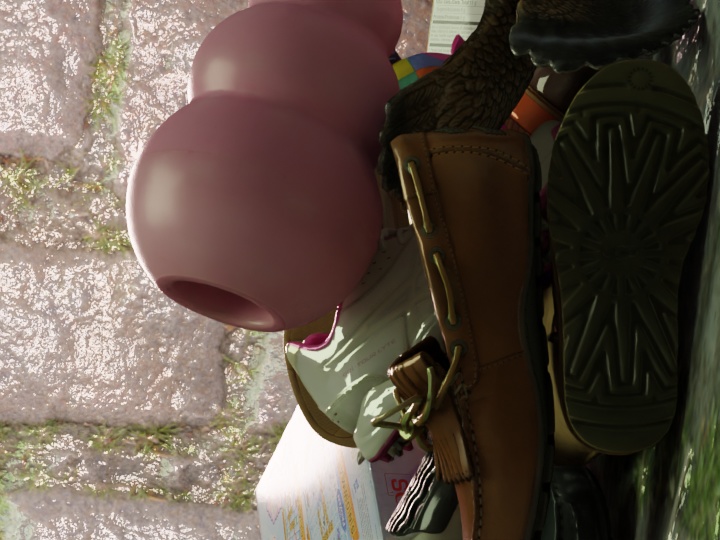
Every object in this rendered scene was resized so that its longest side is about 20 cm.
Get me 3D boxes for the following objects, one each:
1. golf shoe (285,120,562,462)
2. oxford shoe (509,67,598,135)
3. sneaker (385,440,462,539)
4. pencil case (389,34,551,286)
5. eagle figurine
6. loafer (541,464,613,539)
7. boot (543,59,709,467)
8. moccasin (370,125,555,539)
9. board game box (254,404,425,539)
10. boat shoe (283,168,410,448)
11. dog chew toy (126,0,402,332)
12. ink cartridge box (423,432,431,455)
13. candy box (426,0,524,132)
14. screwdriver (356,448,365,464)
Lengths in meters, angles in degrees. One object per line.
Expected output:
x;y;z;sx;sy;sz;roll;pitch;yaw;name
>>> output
0.036;-0.001;0.967;0.200;0.092;0.075;-56;-17;13;golf shoe
0.128;-0.111;1.113;0.073;0.071;0.200;-53;4;12;oxford shoe
0.074;0.117;0.968;0.070;0.093;0.200;-63;-7;1;sneaker
0.065;-0.041;1.077;0.088;0.088;0.200;99;152;-47;pencil case
0.083;-0.132;0.941;0.152;0.151;0.200;80;-172;-59;eagle figurine
0.075;0.187;0.901;0.068;0.070;0.201;-113;30;-76;loafer
0.106;0.005;0.894;0.200;0.066;0.175;91;-173;-85;boot
0.041;0.041;0.817;0.074;0.078;0.201;-101;7;-81;moccasin
-0.009;0.164;1.172;0.200;0.041;0.200;117;151;-47;board game box
0.000;0.000;1.069;0.069;0.074;0.200;-45;-40;-57;boat shoe
-0.037;-0.074;0.950;0.125;0.125;0.200;100;-173;-73;dog chew toy
0.059;0.136;1.179;0.146;0.083;0.200;-147;64;-72;ink cartridge box
0.097;-0.137;1.323;0.115;0.055;0.200;8;-91;-53;candy box
0.034;0.010;1.019;0.028;0.029;0.200;-4;-71;-72;screwdriver
